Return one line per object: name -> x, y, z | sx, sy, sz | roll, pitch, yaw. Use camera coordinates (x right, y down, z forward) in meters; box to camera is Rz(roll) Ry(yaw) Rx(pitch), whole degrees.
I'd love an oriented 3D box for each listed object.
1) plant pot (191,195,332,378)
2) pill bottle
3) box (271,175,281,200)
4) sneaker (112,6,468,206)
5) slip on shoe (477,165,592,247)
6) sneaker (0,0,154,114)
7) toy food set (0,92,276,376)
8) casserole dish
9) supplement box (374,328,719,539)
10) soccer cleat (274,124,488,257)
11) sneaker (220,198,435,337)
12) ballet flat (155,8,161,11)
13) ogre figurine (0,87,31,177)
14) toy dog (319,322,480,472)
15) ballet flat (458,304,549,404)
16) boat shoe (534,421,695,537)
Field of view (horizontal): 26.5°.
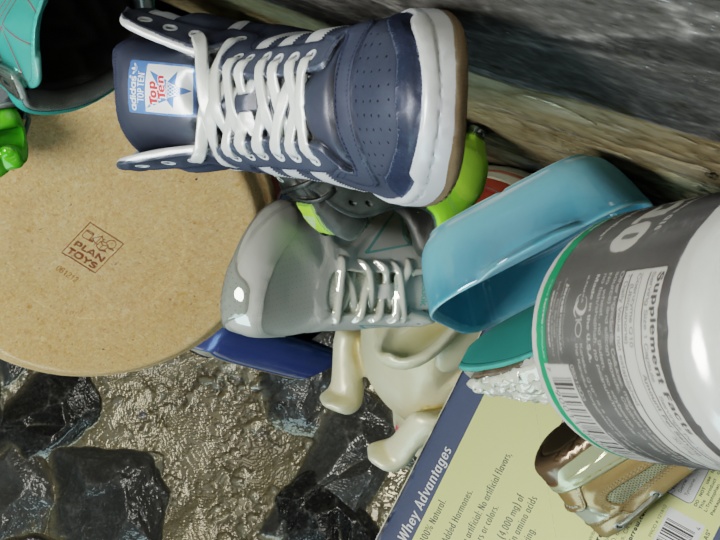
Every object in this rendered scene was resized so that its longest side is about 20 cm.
plant pot -> -0.105, -0.027, 1.206 | 0.200, 0.180, 0.200 | 20, 180, 31
pill bottle -> 0.154, 0.024, 0.601 | 0.113, 0.113, 0.200 | 21, 171, -14
box -> -0.153, -0.073, 0.897 | 0.200, 0.153, 0.106 | 21, 179, -26
sneaker -> -0.034, -0.064, 0.569 | 0.108, 0.070, 0.200 | 1, -173, -15
slip on shoe -> 0.068, -0.030, 0.934 | 0.200, 0.061, 0.074 | 21, 157, 37
sneaker -> -0.163, -0.117, 0.608 | 0.200, 0.084, 0.121 | 12, -170, -39
toy food set -> -0.144, -0.024, 0.804 | 0.199, 0.198, 0.049 | 19, -152, -25
casserole dish -> 0.090, -0.014, 0.780 | 0.039, 0.121, 0.200 | 64, -171, 12
supplement box -> 0.152, 0.137, 0.929 | 0.199, 0.200, 0.134 | 27, -179, 28
soccer cleat -> -0.023, -0.063, 0.760 | 0.200, 0.081, 0.067 | 22, 179, -28
sneaker -> 0.000, 0.000, 0.830 | 0.080, 0.071, 0.200 | 21, -161, 28
ballet flat -> -0.078, -0.094, 0.820 | 0.199, 0.063, 0.067 | 22, -179, -21
ogre figurine -> -0.237, -0.127, 0.700 | 0.199, 0.120, 0.098 | 22, -176, 14
toy dog -> 0.057, 0.050, 1.050 | 0.139, 0.194, 0.200 | 29, 150, 36
ballet flat -> 0.133, 0.037, 0.784 | 0.072, 0.072, 0.200 | 21, 146, -32
boat shoe -> 0.192, 0.075, 0.817 | 0.076, 0.200, 0.072 | 51, -155, -7
